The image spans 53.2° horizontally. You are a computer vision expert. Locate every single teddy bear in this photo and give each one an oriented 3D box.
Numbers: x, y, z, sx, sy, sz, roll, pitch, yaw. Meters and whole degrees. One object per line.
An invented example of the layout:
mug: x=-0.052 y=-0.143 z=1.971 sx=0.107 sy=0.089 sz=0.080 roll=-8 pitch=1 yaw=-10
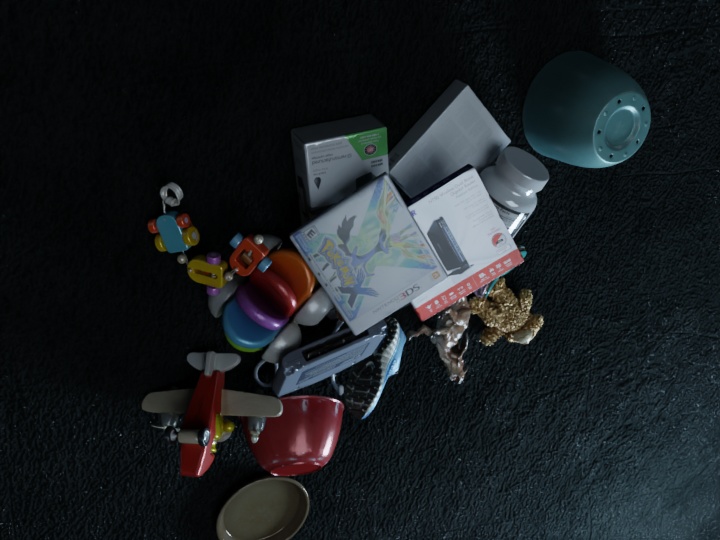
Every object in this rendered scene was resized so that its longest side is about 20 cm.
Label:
teddy bear: x=0.303 y=0.094 z=1.487 sx=0.144 sy=0.067 sz=0.201 roll=-33 pitch=124 yaw=-3

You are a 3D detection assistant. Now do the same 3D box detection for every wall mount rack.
wall mount rack: x=-0.097 y=0.163 z=1.333 sx=0.198 sy=0.075 sz=0.176 roll=-12 pitch=118 yaw=-20

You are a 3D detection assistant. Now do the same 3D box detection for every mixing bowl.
mixing bowl: x=-0.122 y=0.311 z=1.316 sx=0.197 sy=0.110 sz=0.201 roll=-6 pitch=153 yaw=-3

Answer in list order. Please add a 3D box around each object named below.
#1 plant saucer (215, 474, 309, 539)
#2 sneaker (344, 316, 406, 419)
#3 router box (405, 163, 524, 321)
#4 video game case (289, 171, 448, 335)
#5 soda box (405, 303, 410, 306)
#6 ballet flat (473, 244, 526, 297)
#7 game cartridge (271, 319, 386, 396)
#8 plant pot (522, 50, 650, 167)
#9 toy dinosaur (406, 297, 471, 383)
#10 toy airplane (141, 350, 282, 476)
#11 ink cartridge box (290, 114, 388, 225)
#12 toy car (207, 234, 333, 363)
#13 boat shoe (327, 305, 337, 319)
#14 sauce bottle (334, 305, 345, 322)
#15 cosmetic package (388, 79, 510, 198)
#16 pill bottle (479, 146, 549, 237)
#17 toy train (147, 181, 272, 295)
plant saucer: x=-0.203 y=0.500 z=1.483 sx=0.198 sy=0.029 sz=0.202 roll=-11 pitch=119 yaw=-20
sneaker: x=0.042 y=0.196 z=1.388 sx=0.090 sy=0.078 sz=0.202 roll=39 pitch=72 yaw=-48
router box: x=0.139 y=-0.045 z=1.181 sx=0.199 sy=0.049 sz=0.181 roll=-31 pitch=103 yaw=5
video game case: x=0.015 y=-0.023 z=1.138 sx=0.181 sy=0.022 sz=0.201 roll=-32 pitch=107 yaw=5
soda box: x=0.134 y=-0.007 z=1.290 sx=0.199 sy=0.063 sz=0.071 roll=-29 pitch=106 yaw=33
ballet flat: x=0.258 y=-0.014 z=1.396 sx=0.200 sy=0.071 sz=0.070 roll=-36 pitch=156 yaw=-47
game cartridge: x=-0.057 y=0.150 z=1.236 sx=0.198 sy=0.042 sz=0.133 roll=-21 pitch=163 yaw=-26
plant pot: x=0.420 y=-0.277 z=1.295 sx=0.198 sy=0.161 sz=0.203 roll=-11 pitch=120 yaw=-20
toy dinosaur: x=0.185 y=0.110 z=1.434 sx=0.134 sy=0.086 sz=0.202 roll=17 pitch=102 yaw=-31
toy airplane: x=-0.259 y=0.240 z=1.245 sx=0.198 sy=0.200 sz=0.142 roll=-36 pitch=142 yaw=-17
ink cartridge box: x=-0.028 y=-0.142 z=1.201 sx=0.144 sy=0.084 sz=0.202 roll=-15 pitch=121 yaw=-16
toy car: x=-0.151 y=0.049 z=1.171 sx=0.175 sy=0.150 sz=0.200 roll=41 pitch=91 yaw=1
boat shoe: x=0.000 y=0.000 z=1.306 sx=0.200 sy=0.073 sz=0.067 roll=-43 pitch=110 yaw=-11
sauce bottle: x=-0.014 y=-0.013 z=1.185 sx=0.065 sy=0.066 sz=0.202 roll=-11 pitch=120 yaw=-19
cosmetic package: x=0.151 y=-0.208 z=1.271 sx=0.200 sy=0.052 sz=0.151 roll=-47 pitch=124 yaw=3
pill bottle: x=0.244 y=-0.114 z=1.291 sx=0.115 sy=0.117 sz=0.201 roll=8 pitch=131 yaw=-28
toy train: x=-0.232 y=-0.050 z=1.121 sx=0.199 sy=0.056 sz=0.151 roll=38 pitch=122 yaw=-1
